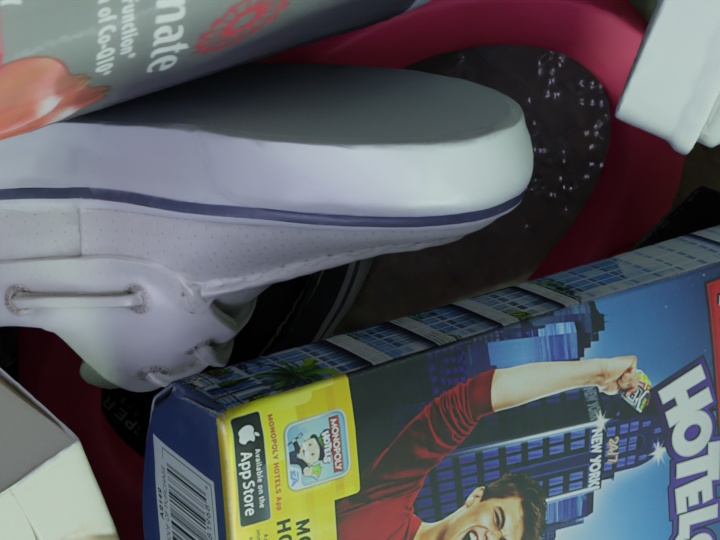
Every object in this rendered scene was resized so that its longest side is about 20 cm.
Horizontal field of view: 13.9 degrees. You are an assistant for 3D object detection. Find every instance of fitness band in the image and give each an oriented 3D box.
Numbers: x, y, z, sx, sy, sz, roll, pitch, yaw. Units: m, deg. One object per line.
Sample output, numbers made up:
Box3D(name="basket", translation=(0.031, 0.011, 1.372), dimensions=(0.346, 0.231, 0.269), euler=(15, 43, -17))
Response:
Box3D(name="fitness band", translation=(0.000, 0.000, 0.780), dimensions=(0.143, 0.037, 0.200), euler=(33, 111, -34))

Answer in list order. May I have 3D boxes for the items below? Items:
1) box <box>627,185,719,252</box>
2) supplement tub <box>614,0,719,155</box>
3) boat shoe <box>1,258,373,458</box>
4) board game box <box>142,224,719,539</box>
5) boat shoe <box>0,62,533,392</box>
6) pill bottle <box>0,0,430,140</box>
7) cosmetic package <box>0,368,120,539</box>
Box3D(name="box", translation=(0.158, 0.081, 0.750), dimensions=(0.200, 0.046, 0.159), euler=(28, 148, 35))
Box3D(name="supplement tub", translation=(0.172, -0.054, 0.668), dimensions=(0.199, 0.145, 0.145), euler=(22, 126, 3))
Box3D(name="boat shoe", translation=(-0.070, 0.032, 0.852), dimensions=(0.070, 0.066, 0.200), euler=(44, 125, -13))
Box3D(name="board game box", translation=(0.047, 0.088, 0.698), dimensions=(0.062, 0.199, 0.201), euler=(31, 130, 53))
Box3D(name="boat shoe", translation=(-0.051, -0.007, 0.699), dimensions=(0.199, 0.071, 0.070), euler=(-1, 108, 22))
Box3D(name="pill bottle", translation=(-0.038, -0.101, 0.675), dimensions=(0.199, 0.111, 0.111), euler=(-19, 125, -22))
Box3D(name="cosmetic package", translation=(-0.091, 0.129, 0.708), dimensions=(0.073, 0.103, 0.201), euler=(32, 149, 50))
